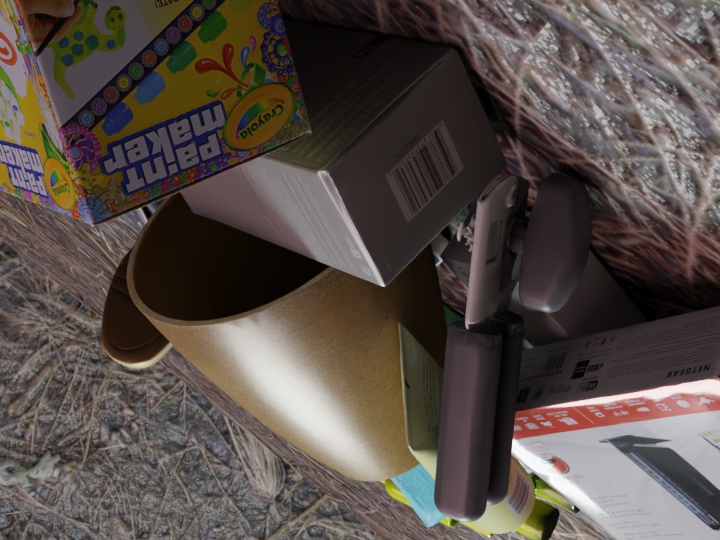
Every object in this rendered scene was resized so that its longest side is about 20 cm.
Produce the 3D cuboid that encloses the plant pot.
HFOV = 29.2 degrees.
[{"bbox_3d":[-0.018,0.035,0.881,0.186,0.186,0.201,21,150,49],"label":"plant pot"}]

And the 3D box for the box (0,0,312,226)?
[{"bbox_3d":[-0.144,-0.144,0.667,0.199,0.121,0.195,18,127,55],"label":"box"}]

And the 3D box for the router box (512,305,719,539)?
[{"bbox_3d":[0.192,0.104,0.792,0.179,0.049,0.199,39,150,-21],"label":"router box"}]

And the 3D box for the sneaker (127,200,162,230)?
[{"bbox_3d":[-0.188,-0.098,1.131,0.147,0.077,0.202,53,177,-16],"label":"sneaker"}]

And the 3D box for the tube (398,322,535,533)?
[{"bbox_3d":[0.059,0.108,0.858,0.058,0.052,0.200,37,171,34],"label":"tube"}]

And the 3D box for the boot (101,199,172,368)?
[{"bbox_3d":[-0.147,0.008,1.130,0.072,0.202,0.156,17,156,4],"label":"boot"}]

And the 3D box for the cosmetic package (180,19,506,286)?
[{"bbox_3d":[-0.028,-0.074,0.772,0.199,0.107,0.091,21,149,47],"label":"cosmetic package"}]

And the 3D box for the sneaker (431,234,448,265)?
[{"bbox_3d":[0.000,0.000,1.002,0.075,0.085,0.200,39,166,-7],"label":"sneaker"}]

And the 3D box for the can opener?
[{"bbox_3d":[0.077,0.044,0.756,0.066,0.202,0.052,20,-157,31],"label":"can opener"}]

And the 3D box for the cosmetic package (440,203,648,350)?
[{"bbox_3d":[0.139,0.043,0.859,0.200,0.051,0.082,46,163,-31],"label":"cosmetic package"}]

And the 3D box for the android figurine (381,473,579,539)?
[{"bbox_3d":[0.087,0.156,1.153,0.199,0.181,0.042,26,119,28],"label":"android figurine"}]

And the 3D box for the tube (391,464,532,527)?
[{"bbox_3d":[0.083,0.133,0.996,0.078,0.050,0.200,53,138,-2],"label":"tube"}]

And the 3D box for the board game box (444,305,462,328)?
[{"bbox_3d":[-0.006,0.041,1.115,0.199,0.102,0.048,36,167,8],"label":"board game box"}]
